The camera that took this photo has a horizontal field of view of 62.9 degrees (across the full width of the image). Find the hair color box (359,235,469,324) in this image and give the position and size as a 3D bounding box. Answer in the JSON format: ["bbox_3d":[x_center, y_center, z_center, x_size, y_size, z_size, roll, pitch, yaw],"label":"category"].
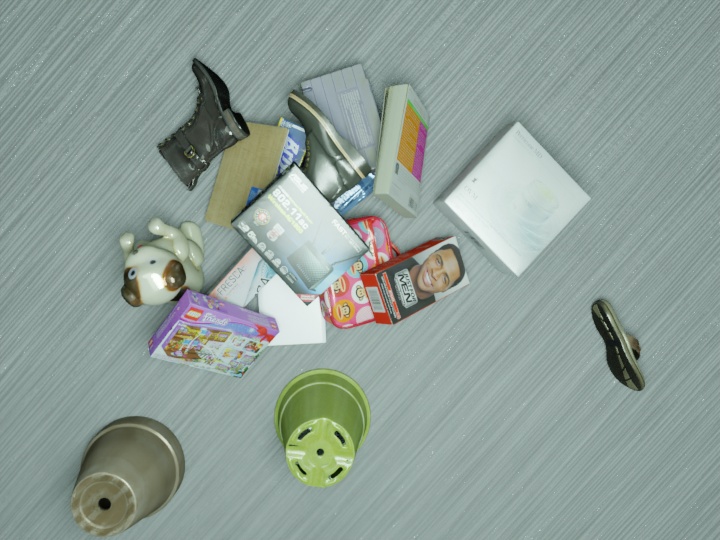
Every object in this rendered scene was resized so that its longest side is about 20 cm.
[{"bbox_3d":[0.105,0.016,1.108,0.198,0.061,0.103,-26,101,-29],"label":"hair color box"}]

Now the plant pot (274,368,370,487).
[{"bbox_3d":[-0.074,0.307,1.106,0.196,0.190,0.204,0,95,-2],"label":"plant pot"}]

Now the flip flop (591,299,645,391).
[{"bbox_3d":[0.526,0.147,1.182,0.057,0.081,0.203,-23,90,-15],"label":"flip flop"}]

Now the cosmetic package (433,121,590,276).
[{"bbox_3d":[0.283,-0.133,1.119,0.199,0.123,0.200,43,91,-5],"label":"cosmetic package"}]

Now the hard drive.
[{"bbox_3d":[-0.136,0.043,1.163,0.129,0.025,0.204,-2,95,-2],"label":"hard drive"}]

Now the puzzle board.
[{"bbox_3d":[-0.212,-0.174,1.099,0.149,0.017,0.203,17,90,35],"label":"puzzle board"}]

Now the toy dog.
[{"bbox_3d":[-0.363,0.006,1.063,0.137,0.200,0.197,-13,95,-1],"label":"toy dog"}]

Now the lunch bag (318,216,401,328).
[{"bbox_3d":[0.000,0.000,1.133,0.174,0.082,0.203,-14,98,-18],"label":"lunch bag"}]

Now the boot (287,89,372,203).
[{"bbox_3d":[-0.093,-0.207,1.052,0.138,0.077,0.200,-43,83,5],"label":"boot"}]

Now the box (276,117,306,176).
[{"bbox_3d":[-0.154,-0.181,1.124,0.069,0.064,0.203,22,94,-4],"label":"box"}]

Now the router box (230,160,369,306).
[{"bbox_3d":[-0.102,-0.062,1.016,0.150,0.062,0.200,-42,105,4],"label":"router box"}]

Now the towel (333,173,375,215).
[{"bbox_3d":[-0.015,-0.192,1.137,0.199,0.049,0.112,-38,95,1],"label":"towel"}]

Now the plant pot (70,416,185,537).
[{"bbox_3d":[-0.448,0.400,1.107,0.196,0.174,0.204,0,95,-4],"label":"plant pot"}]

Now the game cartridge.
[{"bbox_3d":[-0.025,-0.272,1.102,0.128,0.038,0.203,-16,85,-2],"label":"game cartridge"}]

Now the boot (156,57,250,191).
[{"bbox_3d":[-0.316,-0.275,1.107,0.173,0.069,0.202,-32,79,14],"label":"boot"}]

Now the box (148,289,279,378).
[{"bbox_3d":[-0.266,0.122,1.085,0.199,0.039,0.137,25,115,-42],"label":"box"}]

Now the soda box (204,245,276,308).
[{"bbox_3d":[-0.216,0.013,1.108,0.068,0.064,0.200,41,110,-15],"label":"soda box"}]

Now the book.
[{"bbox_3d":[0.082,-0.213,1.079,0.047,0.133,0.204,2,78,30],"label":"book"}]
